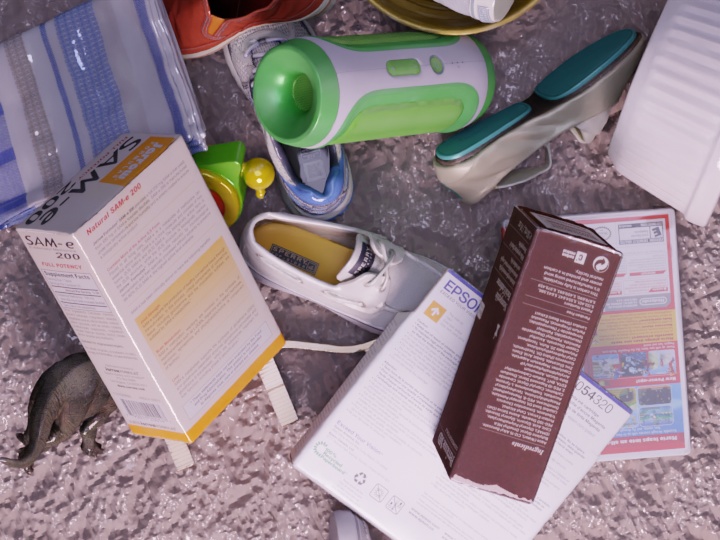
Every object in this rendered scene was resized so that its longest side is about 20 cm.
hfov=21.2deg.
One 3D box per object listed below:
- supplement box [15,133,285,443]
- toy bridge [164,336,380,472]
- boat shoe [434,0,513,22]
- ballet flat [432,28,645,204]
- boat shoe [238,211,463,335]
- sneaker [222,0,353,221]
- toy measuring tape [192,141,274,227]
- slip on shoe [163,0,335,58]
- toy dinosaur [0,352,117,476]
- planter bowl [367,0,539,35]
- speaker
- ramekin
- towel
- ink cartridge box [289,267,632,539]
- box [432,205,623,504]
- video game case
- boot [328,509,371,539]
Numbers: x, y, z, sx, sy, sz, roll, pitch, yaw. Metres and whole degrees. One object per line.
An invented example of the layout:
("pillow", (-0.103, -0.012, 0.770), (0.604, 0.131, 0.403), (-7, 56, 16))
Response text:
("supplement box", (-0.155, 0.013, 1.454), (0.126, 0.073, 0.201), (-45, 124, -34))
("toy bridge", (-0.069, 0.092, 1.551), (0.199, 0.027, 0.068), (-23, 90, -3))
("boat shoe", (0.104, -0.286, 1.449), (0.071, 0.070, 0.202), (18, 78, 16))
("ballet flat", (0.151, -0.118, 1.547), (0.199, 0.069, 0.070), (-32, 91, 0))
("boat shoe", (0.000, 0.000, 1.526), (0.199, 0.070, 0.071), (21, 73, 0))
("sneaker", (-0.054, -0.137, 1.521), (0.077, 0.085, 0.201), (-23, 89, -2))
("toy measuring tape", (-0.161, -0.058, 1.536), (0.199, 0.074, 0.074), (-8, 91, 14))
("slip on shoe", (-0.108, -0.212, 1.489), (0.199, 0.061, 0.075), (-7, 79, 39))
("toy dinosaur", (-0.226, 0.099, 1.496), (0.077, 0.200, 0.103), (36, 114, 23))
("planter bowl", (0.068, -0.281, 1.524), (0.199, 0.083, 0.202), (0, 89, -4))
("speaker", (0.013, -0.141, 1.472), (0.199, 0.088, 0.089), (-11, 91, -46))
("ramekin", (0.264, -0.144, 1.484), (0.094, 0.202, 0.203), (24, 89, 9))
("towel", (-0.224, -0.130, 1.509), (0.199, 0.024, 0.148), (-21, 81, 17))
("ink cartridge box", (0.079, 0.128, 1.524), (0.196, 0.043, 0.200), (38, 95, -12))
("box", (0.122, 0.061, 1.443), (0.074, 0.100, 0.201), (16, 99, -9))
("video game case", (0.191, 0.054, 1.566), (0.142, 0.017, 0.201), (-4, 90, -2))
("boot", (0.030, 0.281, 1.538), (0.095, 0.074, 0.201), (-9, 103, -8))
